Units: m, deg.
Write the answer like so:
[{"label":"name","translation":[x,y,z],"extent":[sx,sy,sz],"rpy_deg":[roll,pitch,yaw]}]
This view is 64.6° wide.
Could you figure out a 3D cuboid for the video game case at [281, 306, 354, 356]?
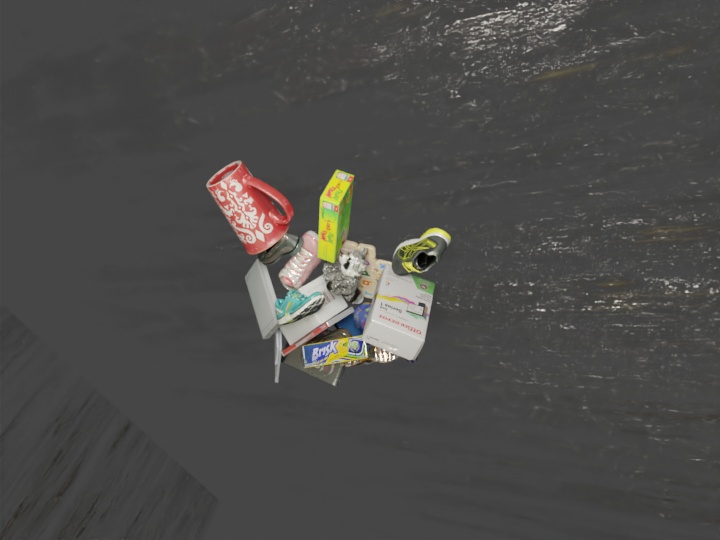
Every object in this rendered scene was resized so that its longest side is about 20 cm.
[{"label":"video game case","translation":[-0.121,0.173,1.618],"extent":[0.199,0.142,0.018],"rpy_deg":[-35,85,32]}]

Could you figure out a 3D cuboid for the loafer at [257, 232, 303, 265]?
[{"label":"loafer","translation":[-0.228,-0.067,1.532],"extent":[0.062,0.073,0.198],"rpy_deg":[32,151,-30]}]

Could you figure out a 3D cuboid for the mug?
[{"label":"mug","translation":[-0.268,-0.172,1.430],"extent":[0.175,0.134,0.202],"rpy_deg":[-28,117,10]}]

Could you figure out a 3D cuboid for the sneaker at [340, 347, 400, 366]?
[{"label":"sneaker","translation":[0.035,0.232,1.642],"extent":[0.195,0.080,0.077],"rpy_deg":[-9,166,16]}]

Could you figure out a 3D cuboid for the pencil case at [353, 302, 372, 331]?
[{"label":"pencil case","translation":[0.047,0.140,1.554],"extent":[0.079,0.086,0.199],"rpy_deg":[69,164,-13]}]

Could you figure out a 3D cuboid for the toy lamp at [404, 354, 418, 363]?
[{"label":"toy lamp","translation":[0.127,0.192,1.647],"extent":[0.057,0.059,0.202],"rpy_deg":[2,134,28]}]

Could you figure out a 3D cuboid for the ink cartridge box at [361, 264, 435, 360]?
[{"label":"ink cartridge box","translation":[0.098,0.102,1.428],"extent":[0.142,0.202,0.085],"rpy_deg":[21,135,-3]}]

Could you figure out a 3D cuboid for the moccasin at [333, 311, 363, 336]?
[{"label":"moccasin","translation":[-0.002,0.199,1.711],"extent":[0.198,0.081,0.068],"rpy_deg":[34,149,-6]}]

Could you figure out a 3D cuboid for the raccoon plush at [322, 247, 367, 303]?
[{"label":"raccoon plush","translation":[-0.008,0.008,1.501],"extent":[0.132,0.099,0.199],"rpy_deg":[-21,154,25]}]

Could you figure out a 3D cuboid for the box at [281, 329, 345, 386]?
[{"label":"box","translation":[-0.134,0.255,1.794],"extent":[0.196,0.106,0.124],"rpy_deg":[22,110,6]}]

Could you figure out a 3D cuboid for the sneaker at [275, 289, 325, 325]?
[{"label":"sneaker","translation":[-0.170,0.088,1.508],"extent":[0.198,0.077,0.081],"rpy_deg":[-24,81,45]}]

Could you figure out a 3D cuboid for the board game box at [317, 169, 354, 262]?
[{"label":"board game box","translation":[-0.060,-0.125,1.358],"extent":[0.047,0.103,0.202],"rpy_deg":[18,141,8]}]

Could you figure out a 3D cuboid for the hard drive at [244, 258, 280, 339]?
[{"label":"hard drive","translation":[-0.286,0.084,1.680],"extent":[0.026,0.204,0.132],"rpy_deg":[-8,158,-33]}]

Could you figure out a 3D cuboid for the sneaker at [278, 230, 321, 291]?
[{"label":"sneaker","translation":[-0.161,-0.014,1.537],"extent":[0.075,0.105,0.201],"rpy_deg":[37,142,5]}]

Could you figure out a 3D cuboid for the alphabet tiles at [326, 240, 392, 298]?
[{"label":"alphabet tiles","translation":[0.000,0.000,1.536],"extent":[0.191,0.015,0.202],"rpy_deg":[11,139,15]}]

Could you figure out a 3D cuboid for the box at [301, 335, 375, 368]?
[{"label":"box","translation":[-0.063,0.227,1.596],"extent":[0.196,0.066,0.070],"rpy_deg":[-13,169,19]}]

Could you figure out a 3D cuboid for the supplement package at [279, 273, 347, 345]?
[{"label":"supplement package","translation":[-0.150,0.112,1.641],"extent":[0.119,0.116,0.199],"rpy_deg":[56,139,3]}]

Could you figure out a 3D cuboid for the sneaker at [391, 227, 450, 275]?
[{"label":"sneaker","translation":[0.132,-0.031,1.368],"extent":[0.074,0.085,0.199],"rpy_deg":[37,141,-13]}]

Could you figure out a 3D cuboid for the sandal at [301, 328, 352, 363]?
[{"label":"sandal","translation":[-0.105,0.238,1.681],"extent":[0.198,0.055,0.082],"rpy_deg":[-29,111,29]}]

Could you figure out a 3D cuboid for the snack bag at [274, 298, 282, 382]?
[{"label":"snack bag","translation":[-0.265,0.224,1.811],"extent":[0.021,0.191,0.202],"rpy_deg":[1,140,-12]}]
